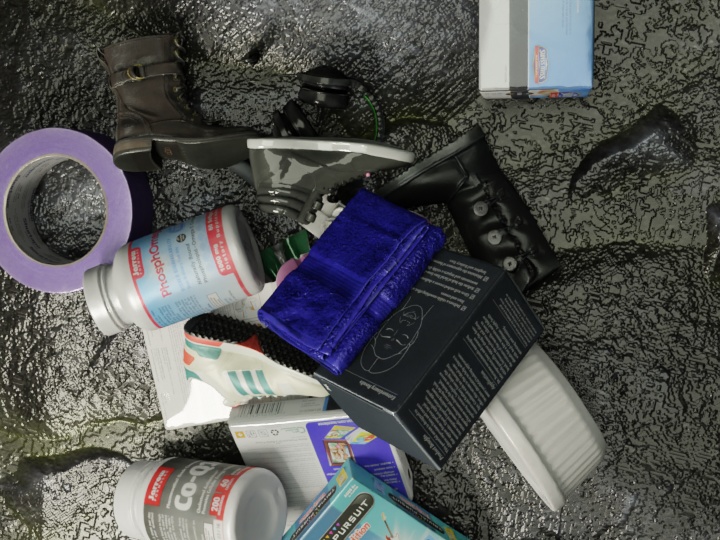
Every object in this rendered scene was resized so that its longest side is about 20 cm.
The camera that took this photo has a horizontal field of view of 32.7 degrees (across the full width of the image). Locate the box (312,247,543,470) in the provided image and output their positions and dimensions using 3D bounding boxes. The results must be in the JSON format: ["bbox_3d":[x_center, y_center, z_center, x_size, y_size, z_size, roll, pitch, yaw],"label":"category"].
[{"bbox_3d":[0.074,0.088,1.334,0.201,0.148,0.107,-50,127,-15],"label":"box"}]

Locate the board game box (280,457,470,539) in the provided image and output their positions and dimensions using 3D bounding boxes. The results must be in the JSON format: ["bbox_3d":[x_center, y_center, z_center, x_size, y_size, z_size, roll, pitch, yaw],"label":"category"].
[{"bbox_3d":[0.017,0.341,1.474,0.199,0.047,0.152,35,103,-19],"label":"board game box"}]

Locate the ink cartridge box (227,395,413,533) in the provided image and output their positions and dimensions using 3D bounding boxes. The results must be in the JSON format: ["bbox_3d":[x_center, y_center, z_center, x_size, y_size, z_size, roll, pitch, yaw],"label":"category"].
[{"bbox_3d":[-0.040,0.238,1.491,0.195,0.044,0.202,-7,125,15],"label":"ink cartridge box"}]

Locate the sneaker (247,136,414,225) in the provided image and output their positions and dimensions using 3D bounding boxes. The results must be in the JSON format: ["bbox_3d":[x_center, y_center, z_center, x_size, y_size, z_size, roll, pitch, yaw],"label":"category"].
[{"bbox_3d":[-0.035,-0.104,1.438,0.196,0.071,0.101,1,98,-7],"label":"sneaker"}]

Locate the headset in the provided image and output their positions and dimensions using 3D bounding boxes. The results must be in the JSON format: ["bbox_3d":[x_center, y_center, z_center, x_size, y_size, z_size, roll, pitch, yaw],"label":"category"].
[{"bbox_3d":[-0.062,-0.199,1.493,0.199,0.094,0.124,36,98,-11],"label":"headset"}]

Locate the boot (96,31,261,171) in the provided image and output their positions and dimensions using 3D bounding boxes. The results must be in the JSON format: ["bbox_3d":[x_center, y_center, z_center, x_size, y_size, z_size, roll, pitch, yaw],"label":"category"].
[{"bbox_3d":[-0.221,-0.214,1.489,0.196,0.069,0.177,-3,67,-6],"label":"boot"}]

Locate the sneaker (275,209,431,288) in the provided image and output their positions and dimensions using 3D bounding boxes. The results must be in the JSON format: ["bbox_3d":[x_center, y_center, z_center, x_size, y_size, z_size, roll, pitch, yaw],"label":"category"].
[{"bbox_3d":[0.000,0.000,1.445,0.198,0.089,0.081,-25,58,0],"label":"sneaker"}]

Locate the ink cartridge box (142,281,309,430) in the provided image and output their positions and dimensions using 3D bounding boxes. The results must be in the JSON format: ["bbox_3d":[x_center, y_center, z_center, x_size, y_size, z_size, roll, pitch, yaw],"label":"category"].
[{"bbox_3d":[-0.164,0.102,1.515,0.197,0.050,0.164,-11,96,13],"label":"ink cartridge box"}]

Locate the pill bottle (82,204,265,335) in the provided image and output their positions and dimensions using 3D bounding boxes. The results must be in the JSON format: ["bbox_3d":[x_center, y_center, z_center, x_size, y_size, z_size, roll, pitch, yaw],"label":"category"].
[{"bbox_3d":[-0.220,0.005,1.443,0.197,0.109,0.110,-20,91,5],"label":"pill bottle"}]

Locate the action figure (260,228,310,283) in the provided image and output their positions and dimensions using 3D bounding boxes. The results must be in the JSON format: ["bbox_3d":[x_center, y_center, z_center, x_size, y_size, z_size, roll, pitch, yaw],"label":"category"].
[{"bbox_3d":[-0.075,0.066,1.512,0.117,0.055,0.202,-27,93,7],"label":"action figure"}]

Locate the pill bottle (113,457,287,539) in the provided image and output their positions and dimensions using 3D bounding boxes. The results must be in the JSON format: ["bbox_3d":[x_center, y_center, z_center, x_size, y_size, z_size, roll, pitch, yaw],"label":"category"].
[{"bbox_3d":[-0.197,0.287,1.483,0.197,0.113,0.116,1,94,33],"label":"pill bottle"}]

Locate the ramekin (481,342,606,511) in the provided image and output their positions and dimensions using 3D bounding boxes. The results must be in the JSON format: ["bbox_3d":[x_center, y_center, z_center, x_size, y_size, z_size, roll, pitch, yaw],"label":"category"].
[{"bbox_3d":[0.199,0.167,1.409,0.094,0.202,0.204,-35,88,-3],"label":"ramekin"}]

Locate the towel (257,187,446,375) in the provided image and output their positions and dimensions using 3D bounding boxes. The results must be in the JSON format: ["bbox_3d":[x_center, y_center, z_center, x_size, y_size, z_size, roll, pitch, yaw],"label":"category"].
[{"bbox_3d":[-0.014,0.004,1.350,0.147,0.050,0.201,29,72,40],"label":"towel"}]

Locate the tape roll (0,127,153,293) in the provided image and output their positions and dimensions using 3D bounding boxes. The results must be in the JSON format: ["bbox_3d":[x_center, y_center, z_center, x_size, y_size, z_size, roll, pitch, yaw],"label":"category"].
[{"bbox_3d":[-0.365,-0.075,1.529,0.196,0.085,0.204,0,94,8],"label":"tape roll"}]

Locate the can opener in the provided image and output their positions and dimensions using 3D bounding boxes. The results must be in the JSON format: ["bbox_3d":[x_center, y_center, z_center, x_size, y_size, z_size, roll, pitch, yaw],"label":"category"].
[{"bbox_3d":[-0.075,-0.090,1.500,0.199,0.066,0.053,35,96,13],"label":"can opener"}]

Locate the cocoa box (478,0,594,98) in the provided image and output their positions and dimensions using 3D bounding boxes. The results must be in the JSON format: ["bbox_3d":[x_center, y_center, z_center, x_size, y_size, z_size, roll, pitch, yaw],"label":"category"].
[{"bbox_3d":[0.202,-0.301,1.402,0.129,0.133,0.204,0,94,8],"label":"cocoa box"}]

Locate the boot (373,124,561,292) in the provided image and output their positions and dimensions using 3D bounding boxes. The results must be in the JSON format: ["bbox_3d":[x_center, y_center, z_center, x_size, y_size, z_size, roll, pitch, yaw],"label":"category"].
[{"bbox_3d":[0.124,-0.046,1.471,0.163,0.066,0.202,-30,93,11],"label":"boot"}]

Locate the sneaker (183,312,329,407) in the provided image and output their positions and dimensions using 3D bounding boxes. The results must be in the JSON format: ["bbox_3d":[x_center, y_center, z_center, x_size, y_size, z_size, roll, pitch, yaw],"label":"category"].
[{"bbox_3d":[-0.121,0.123,1.458,0.197,0.071,0.095,17,120,8],"label":"sneaker"}]
